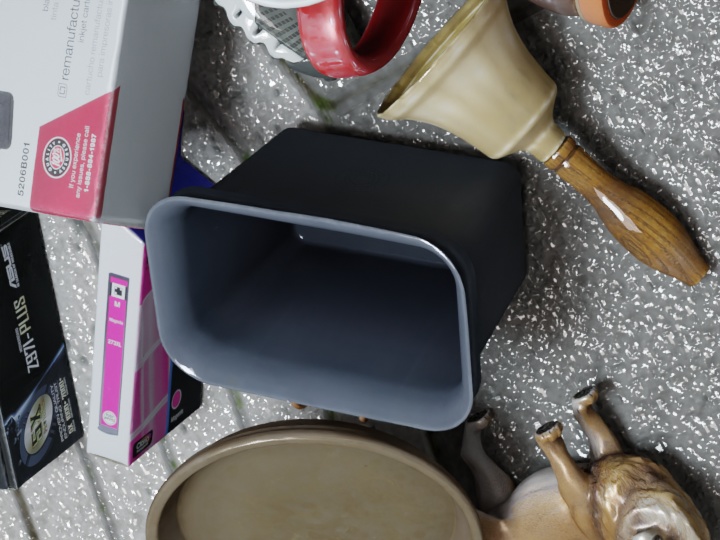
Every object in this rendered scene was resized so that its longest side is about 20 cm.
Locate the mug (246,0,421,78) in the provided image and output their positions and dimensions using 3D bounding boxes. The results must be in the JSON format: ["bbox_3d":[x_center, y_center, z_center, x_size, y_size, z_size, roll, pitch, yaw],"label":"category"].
[{"bbox_3d":[-0.008,-0.214,1.589,0.133,0.200,0.178,27,122,16],"label":"mug"}]

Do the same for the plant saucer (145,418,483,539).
[{"bbox_3d":[-0.027,0.151,1.759,0.199,0.030,0.200,2,137,1],"label":"plant saucer"}]

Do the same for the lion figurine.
[{"bbox_3d":[0.113,0.141,1.768,0.200,0.072,0.123,-11,114,46],"label":"lion figurine"}]

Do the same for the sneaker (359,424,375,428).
[{"bbox_3d":[-0.062,0.157,1.835,0.200,0.085,0.077,-41,52,34],"label":"sneaker"}]

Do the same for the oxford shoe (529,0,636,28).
[{"bbox_3d":[0.109,-0.229,1.599,0.073,0.071,0.201,13,117,29],"label":"oxford shoe"}]

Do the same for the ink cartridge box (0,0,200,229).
[{"bbox_3d":[-0.204,-0.110,1.723,0.199,0.083,0.146,10,94,28],"label":"ink cartridge box"}]

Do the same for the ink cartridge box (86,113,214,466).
[{"bbox_3d":[-0.125,0.011,1.815,0.037,0.095,0.201,15,117,22],"label":"ink cartridge box"}]

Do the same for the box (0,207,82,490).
[{"bbox_3d":[-0.298,0.048,1.930,0.199,0.086,0.164,2,112,28],"label":"box"}]

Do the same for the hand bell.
[{"bbox_3d":[0.116,-0.060,1.671,0.200,0.104,0.104,42,125,-8],"label":"hand bell"}]

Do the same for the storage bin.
[{"bbox_3d":[0.000,0.000,1.715,0.199,0.134,0.146,11,124,25],"label":"storage bin"}]

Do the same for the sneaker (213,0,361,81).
[{"bbox_3d":[-0.056,-0.201,1.702,0.090,0.066,0.200,-39,87,37],"label":"sneaker"}]
